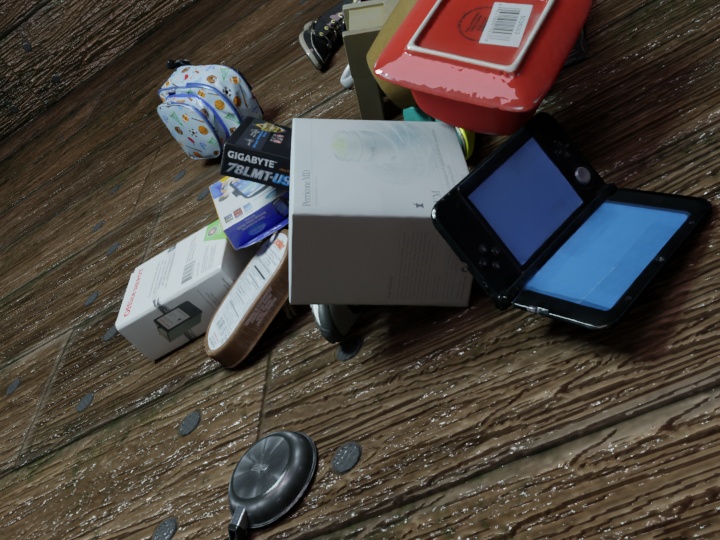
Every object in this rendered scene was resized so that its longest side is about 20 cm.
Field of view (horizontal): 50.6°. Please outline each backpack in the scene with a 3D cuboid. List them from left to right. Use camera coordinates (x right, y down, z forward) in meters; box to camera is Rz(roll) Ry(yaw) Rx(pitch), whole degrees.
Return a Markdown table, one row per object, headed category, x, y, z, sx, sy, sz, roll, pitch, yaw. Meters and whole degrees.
| category | x | y | z | sx | sy | sz | roll | pitch | yaw |
| --- | --- | --- | --- | --- | --- | --- | --- | --- | --- |
| backpack | -0.299 | -0.322 | 1.530 | 0.187 | 0.201 | 0.156 | -3 | 50 | 34 |

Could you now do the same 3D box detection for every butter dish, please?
| category | x | y | z | sx | sy | sz | roll | pitch | yaw |
| --- | --- | --- | --- | --- | --- | --- | --- | --- | --- |
| butter dish | 0.144 | -0.227 | 0.874 | 0.196 | 0.149 | 0.202 | 19 | 61 | 25 |

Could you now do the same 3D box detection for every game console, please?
| category | x | y | z | sx | sy | sz | roll | pitch | yaw |
| --- | --- | --- | --- | --- | --- | --- | --- | --- | --- |
| game console | 0.197 | -0.058 | 0.718 | 0.199 | 0.177 | 0.116 | -40 | 2 | -28 |

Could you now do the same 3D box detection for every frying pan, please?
| category | x | y | z | sx | sy | sz | roll | pitch | yaw |
| --- | --- | --- | --- | --- | --- | --- | --- | --- | --- |
| frying pan | -0.122 | 0.242 | 0.796 | 0.190 | 0.031 | 0.114 | -46 | 31 | -15 |

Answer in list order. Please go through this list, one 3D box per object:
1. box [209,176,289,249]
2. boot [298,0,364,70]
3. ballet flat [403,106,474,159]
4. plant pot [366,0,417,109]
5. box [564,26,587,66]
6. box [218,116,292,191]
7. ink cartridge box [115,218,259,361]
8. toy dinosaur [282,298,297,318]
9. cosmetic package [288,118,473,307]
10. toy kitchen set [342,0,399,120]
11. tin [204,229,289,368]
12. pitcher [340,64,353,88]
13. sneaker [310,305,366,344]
| category | x | y | z | sx | sy | sz | roll | pitch | yaw |
| --- | --- | --- | --- | --- | --- | --- | --- | --- | --- |
| box | -0.150 | -0.103 | 1.094 | 0.118 | 0.042 | 0.200 | -31 | 29 | -2 |
| boot | -0.050 | -0.510 | 1.604 | 0.149 | 0.074 | 0.201 | -28 | 28 | 18 |
| ballet flat | 0.124 | -0.209 | 1.064 | 0.066 | 0.068 | 0.200 | -20 | 28 | -12 |
| plant pot | 0.111 | -0.316 | 1.028 | 0.199 | 0.186 | 0.188 | -34 | 31 | 25 |
| box | 0.228 | -0.329 | 1.111 | 0.197 | 0.049 | 0.163 | -19 | 41 | 30 |
| box | -0.080 | -0.152 | 1.050 | 0.201 | 0.194 | 0.051 | -87 | 10 | -70 |
| ink cartridge box | -0.255 | 0.024 | 1.145 | 0.197 | 0.084 | 0.147 | -28 | 33 | 17 |
| toy dinosaur | -0.069 | -0.031 | 1.045 | 0.100 | 0.058 | 0.202 | -20 | 37 | 31 |
| cosmetic package | 0.018 | -0.070 | 0.851 | 0.195 | 0.125 | 0.201 | -1 | 38 | -5 |
| toy kitchen set | 0.082 | -0.367 | 1.216 | 0.195 | 0.182 | 0.166 | -6 | 51 | 8 |
| tin | -0.140 | 0.035 | 1.012 | 0.202 | 0.042 | 0.112 | -55 | 31 | 2 |
| pitcher | 0.032 | -0.401 | 1.359 | 0.174 | 0.120 | 0.200 | -61 | 22 | 5 |
| sneaker | 0.000 | 0.000 | 0.924 | 0.078 | 0.074 | 0.202 | -4 | 46 | 36 |
